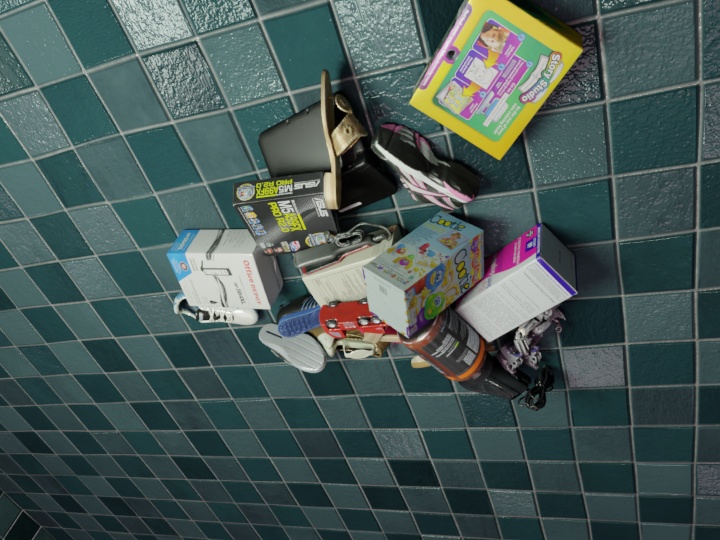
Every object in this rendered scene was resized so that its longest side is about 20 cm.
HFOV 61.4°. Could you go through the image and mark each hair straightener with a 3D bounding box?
[{"bbox_3d":[-0.037,-0.042,1.097,0.196,0.042,0.077,-14,153,22],"label":"hair straightener"}]

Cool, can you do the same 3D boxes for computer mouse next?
[{"bbox_3d":[0.293,0.216,1.249,0.196,0.138,0.054,6,114,30],"label":"computer mouse"}]

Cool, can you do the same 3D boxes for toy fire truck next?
[{"bbox_3d":[0.030,0.109,1.183,0.195,0.050,0.142,-7,144,16],"label":"toy fire truck"}]

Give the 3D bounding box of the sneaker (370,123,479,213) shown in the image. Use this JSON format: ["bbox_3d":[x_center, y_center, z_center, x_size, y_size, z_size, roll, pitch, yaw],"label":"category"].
[{"bbox_3d":[0.096,-0.157,1.018,0.198,0.081,0.087,35,142,-5],"label":"sneaker"}]

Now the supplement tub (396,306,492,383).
[{"bbox_3d":[0.164,0.136,1.131,0.106,0.109,0.199,-27,129,34],"label":"supplement tub"}]

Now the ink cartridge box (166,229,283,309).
[{"bbox_3d":[-0.276,-0.003,1.257,0.195,0.085,0.148,1,129,18],"label":"ink cartridge box"}]

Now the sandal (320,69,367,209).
[{"bbox_3d":[-0.022,-0.206,0.964,0.068,0.078,0.217,2,106,8],"label":"sandal"}]

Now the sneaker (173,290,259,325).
[{"bbox_3d":[-0.324,0.093,1.362,0.195,0.073,0.073,12,130,6],"label":"sneaker"}]

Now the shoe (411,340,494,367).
[{"bbox_3d":[0.189,0.163,1.274,0.197,0.055,0.069,-22,164,34],"label":"shoe"}]

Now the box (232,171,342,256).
[{"bbox_3d":[-0.122,-0.094,1.077,0.156,0.045,0.201,-5,155,5],"label":"box"}]

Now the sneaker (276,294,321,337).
[{"bbox_3d":[-0.083,0.079,1.282,0.195,0.079,0.071,-12,126,-1],"label":"sneaker"}]

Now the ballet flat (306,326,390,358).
[{"bbox_3d":[-0.033,0.158,1.321,0.195,0.073,0.069,7,131,12],"label":"ballet flat"}]

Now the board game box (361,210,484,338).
[{"bbox_3d":[0.113,0.003,1.044,0.104,0.198,0.105,30,144,40],"label":"board game box"}]

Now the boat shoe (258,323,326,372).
[{"bbox_3d":[-0.142,0.177,1.356,0.198,0.073,0.071,25,160,37],"label":"boat shoe"}]

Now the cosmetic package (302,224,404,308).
[{"bbox_3d":[0.000,0.000,1.168,0.196,0.088,0.104,-15,126,26],"label":"cosmetic package"}]

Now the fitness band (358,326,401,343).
[{"bbox_3d":[0.083,0.093,1.232,0.195,0.038,0.145,8,139,-4],"label":"fitness band"}]

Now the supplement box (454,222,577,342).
[{"bbox_3d":[0.277,0.025,1.092,0.103,0.102,0.199,38,129,-15],"label":"supplement box"}]

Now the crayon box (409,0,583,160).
[{"bbox_3d":[0.192,-0.291,0.885,0.170,0.059,0.201,28,132,-8],"label":"crayon box"}]

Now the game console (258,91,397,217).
[{"bbox_3d":[-0.057,-0.189,1.077,0.197,0.119,0.175,-18,152,30],"label":"game console"}]

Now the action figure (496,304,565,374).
[{"bbox_3d":[0.331,0.123,1.160,0.128,0.070,0.202,-23,148,-21],"label":"action figure"}]
